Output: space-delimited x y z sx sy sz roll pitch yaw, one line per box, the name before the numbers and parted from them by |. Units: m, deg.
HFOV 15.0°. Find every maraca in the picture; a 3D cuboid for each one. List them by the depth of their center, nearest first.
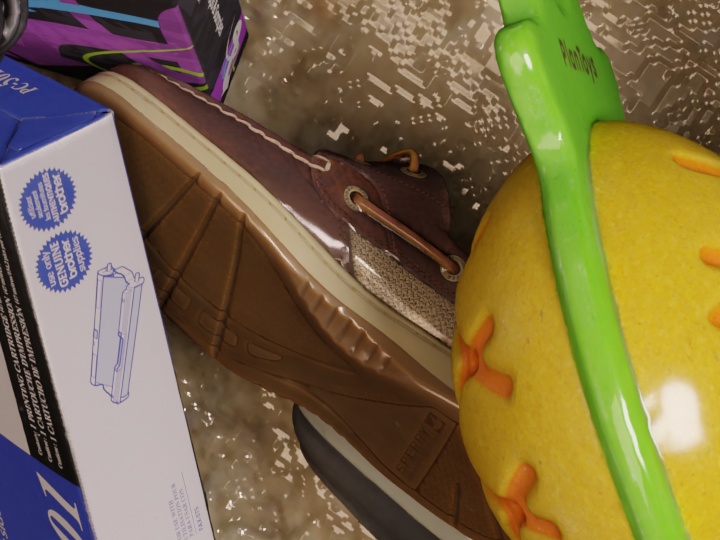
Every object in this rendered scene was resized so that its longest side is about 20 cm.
maraca | 0.074 0.010 0.742 0.106 0.137 0.201 -17 86 12

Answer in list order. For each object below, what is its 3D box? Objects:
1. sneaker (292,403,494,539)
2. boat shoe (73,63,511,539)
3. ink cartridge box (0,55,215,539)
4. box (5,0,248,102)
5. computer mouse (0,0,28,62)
sneaker | 0.040 0.122 0.884 0.200 0.075 0.106 40 118 5
boat shoe | 0.000 0.000 0.829 0.200 0.072 0.072 38 144 4
ink cartridge box | -0.097 0.034 0.856 0.094 0.044 0.201 28 138 48
box | -0.110 -0.099 0.789 0.142 0.200 0.036 17 80 5
computer mouse | -0.068 -0.140 0.673 0.200 0.044 0.110 -41 79 -9
